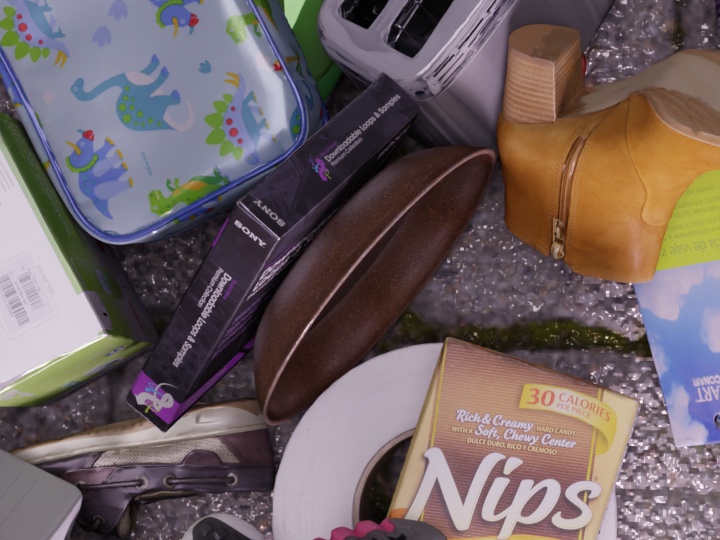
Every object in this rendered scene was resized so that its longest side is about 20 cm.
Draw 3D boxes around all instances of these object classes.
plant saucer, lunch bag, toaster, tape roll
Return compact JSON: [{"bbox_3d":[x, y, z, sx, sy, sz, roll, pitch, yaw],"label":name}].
[{"bbox_3d":[0.000,0.000,1.561,0.037,0.200,0.200,40,91,12],"label":"plant saucer"},{"bbox_3d":[-0.123,-0.122,1.559,0.161,0.082,0.200,-28,85,10],"label":"lunch bag"},{"bbox_3d":[0.057,-0.151,1.586,0.114,0.129,0.200,35,89,29],"label":"toaster"},{"bbox_3d":[0.051,0.141,1.613,0.202,0.071,0.203,0,87,5],"label":"tape roll"}]

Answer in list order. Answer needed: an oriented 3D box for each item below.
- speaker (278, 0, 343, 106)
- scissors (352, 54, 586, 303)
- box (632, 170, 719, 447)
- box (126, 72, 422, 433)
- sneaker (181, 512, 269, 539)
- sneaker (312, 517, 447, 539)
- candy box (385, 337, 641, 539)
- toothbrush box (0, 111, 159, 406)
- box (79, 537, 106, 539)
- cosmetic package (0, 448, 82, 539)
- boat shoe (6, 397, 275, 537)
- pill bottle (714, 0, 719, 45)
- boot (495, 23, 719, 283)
[{"bbox_3d":[-0.026,-0.179,1.630,0.088,0.088,0.200,26,89,6],"label":"speaker"},{"bbox_3d":[0.067,-0.057,1.650,0.073,0.014,0.200,26,88,4],"label":"scissors"},{"bbox_3d":[0.208,-0.005,1.576,0.048,0.122,0.200,-19,95,-39],"label":"box"},{"bbox_3d":[-0.050,-0.008,1.543,0.036,0.200,0.143,39,50,7],"label":"box"},{"bbox_3d":[-0.060,0.228,1.585,0.075,0.081,0.200,-32,110,-25],"label":"sneaker"},{"bbox_3d":[-0.027,0.214,1.506,0.200,0.079,0.095,-34,108,2],"label":"sneaker"},{"bbox_3d":[0.073,0.149,1.547,0.115,0.055,0.200,18,90,7],"label":"candy box"},{"bbox_3d":[-0.195,-0.004,1.576,0.086,0.200,0.146,-28,85,2],"label":"toothbrush box"},{"bbox_3d":[-0.144,0.261,1.612,0.078,0.095,0.200,8,89,4],"label":"box"},{"bbox_3d":[-0.294,0.181,1.564,0.200,0.165,0.165,27,123,6],"label":"cosmetic package"},{"bbox_3d":[-0.147,0.126,1.631,0.200,0.072,0.065,-14,81,-2],"label":"boat shoe"},{"bbox_3d":[0.260,-0.163,1.591,0.112,0.112,0.200,-7,86,4],"label":"pill bottle"},{"bbox_3d":[0.165,-0.051,1.533,0.201,0.144,0.071,20,45,30],"label":"boot"}]
